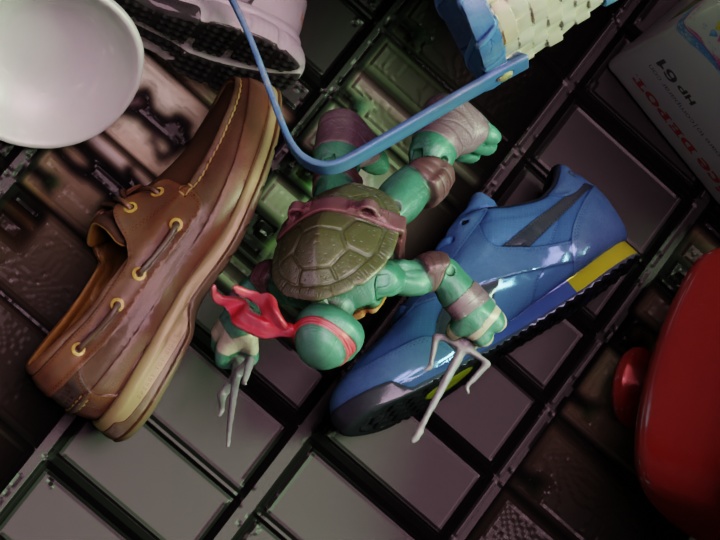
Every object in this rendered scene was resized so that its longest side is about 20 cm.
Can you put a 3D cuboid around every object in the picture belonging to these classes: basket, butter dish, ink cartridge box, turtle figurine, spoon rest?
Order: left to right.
[{"bbox_3d":[-0.202,-0.123,1.455,0.200,0.099,0.061,24,30,-16],"label":"spoon rest"},{"bbox_3d":[0.000,0.000,1.467,0.150,0.101,0.200,7,50,14],"label":"turtle figurine"},{"bbox_3d":[0.028,-0.159,1.462,0.200,0.139,0.177,-23,78,-4],"label":"basket"},{"bbox_3d":[0.201,0.071,1.546,0.199,0.148,0.200,37,66,-54],"label":"butter dish"},{"bbox_3d":[0.237,-0.097,1.556,0.085,0.200,0.145,-41,95,-18],"label":"ink cartridge box"}]

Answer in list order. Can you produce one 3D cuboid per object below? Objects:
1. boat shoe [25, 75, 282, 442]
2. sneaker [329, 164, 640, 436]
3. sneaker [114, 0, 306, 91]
[{"bbox_3d":[-0.101,-0.016,1.480,0.068,0.072,0.200,29,75,-13],"label":"boat shoe"},{"bbox_3d":[0.052,0.014,1.542,0.200,0.066,0.078,-33,82,-23],"label":"sneaker"},{"bbox_3d":[-0.117,-0.159,1.512,0.200,0.074,0.080,23,58,-20],"label":"sneaker"}]
